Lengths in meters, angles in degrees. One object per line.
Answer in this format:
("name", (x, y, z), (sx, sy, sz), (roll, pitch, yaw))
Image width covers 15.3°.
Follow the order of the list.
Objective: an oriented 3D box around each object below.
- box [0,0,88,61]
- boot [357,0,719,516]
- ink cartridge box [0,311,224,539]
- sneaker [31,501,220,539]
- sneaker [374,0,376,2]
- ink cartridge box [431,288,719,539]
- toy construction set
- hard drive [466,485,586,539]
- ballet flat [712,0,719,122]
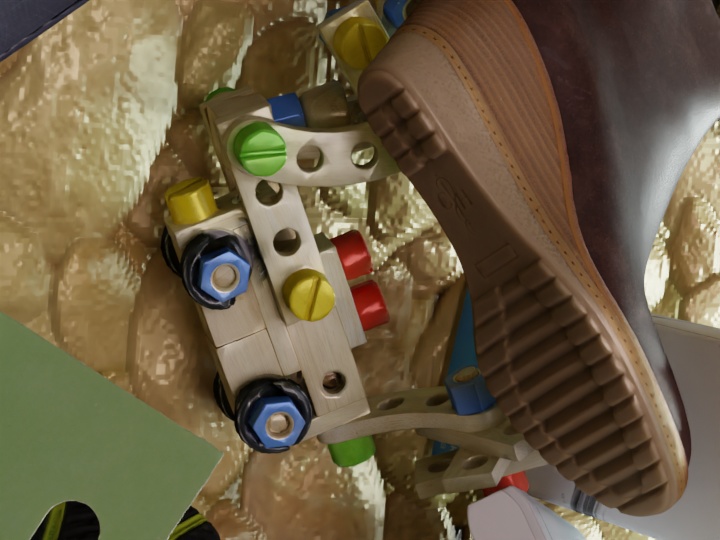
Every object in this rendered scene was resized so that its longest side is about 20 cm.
("box", (-0.105, -0.180, 0.878), (0.158, 0.051, 0.200), (-38, 145, -23))
("boot", (0.099, -0.031, 0.969), (0.166, 0.072, 0.200), (-36, 99, -39))
("ink cartridge box", (-0.166, 0.059, 0.857), (0.146, 0.200, 0.048), (-56, 163, -13))
("sneaker", (-0.143, 0.133, 0.951), (0.200, 0.075, 0.077), (-3, 122, -26))
("sneaker", (0.060, -0.116, 1.044), (0.087, 0.074, 0.200), (-43, 122, -25))
("ink cartridge box", (0.148, 0.067, 1.059), (0.146, 0.200, 0.086), (13, 92, -35))
("toy construction set", (0.000, 0.000, 1.002), (0.131, 0.092, 0.200), (-22, 96, -9))
("hard drive", (0.090, 0.154, 1.028), (0.027, 0.200, 0.132), (-26, 77, 5))
("ballet flat", (0.150, -0.118, 1.114), (0.073, 0.073, 0.200), (-28, 120, -27))
